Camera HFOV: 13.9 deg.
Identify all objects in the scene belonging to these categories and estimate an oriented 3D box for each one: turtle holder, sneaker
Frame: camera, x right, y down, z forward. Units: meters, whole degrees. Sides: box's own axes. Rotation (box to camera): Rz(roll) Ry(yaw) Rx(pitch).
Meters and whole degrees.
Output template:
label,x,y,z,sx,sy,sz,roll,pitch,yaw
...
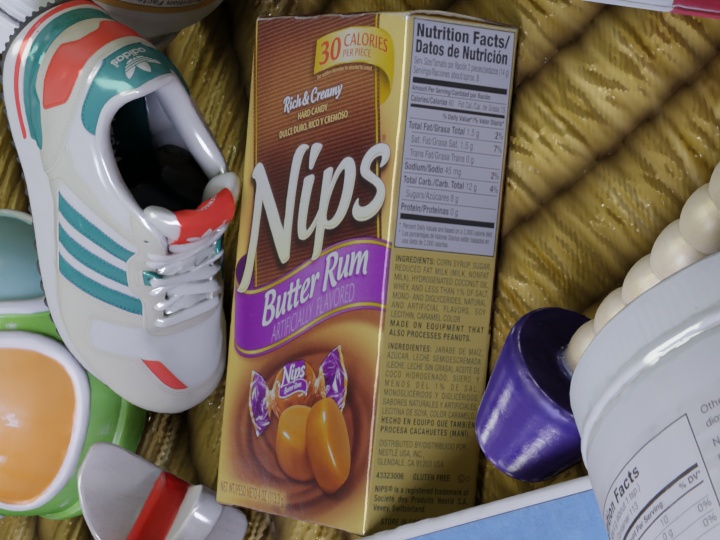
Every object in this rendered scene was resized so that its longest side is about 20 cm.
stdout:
label,x,y,z,sx,sy,sz,roll,pitch,yaw
turtle holder,-0.172,0.027,1.348,0.141,0.131,0.186,-51,46,42
sneaker,-0.087,-0.013,1.223,0.093,0.070,0.200,28,140,48

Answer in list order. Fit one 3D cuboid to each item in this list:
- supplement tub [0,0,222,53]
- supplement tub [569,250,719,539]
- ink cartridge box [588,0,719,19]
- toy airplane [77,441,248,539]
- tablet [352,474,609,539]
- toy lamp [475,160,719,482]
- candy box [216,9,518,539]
label,x,y,z,sx,sy,sz,roll,pitch,yaw
supplement tub,-0.094,-0.191,1.243,0.200,0.144,0.145,-53,45,39
supplement tub,0.149,0.102,0.847,0.132,0.132,0.200,-50,46,42
ink cartridge box,0.028,-0.142,1.000,0.146,0.199,0.083,22,104,55
toy airplane,-0.123,0.169,1.245,0.199,0.141,0.200,-94,14,-49
tablet,0.071,0.140,1.031,0.200,0.014,0.130,-22,91,53
toy lamp,0.103,0.001,1.001,0.200,0.058,0.058,-52,46,37
candy box,0.000,0.000,1.158,0.117,0.056,0.201,4,88,57
